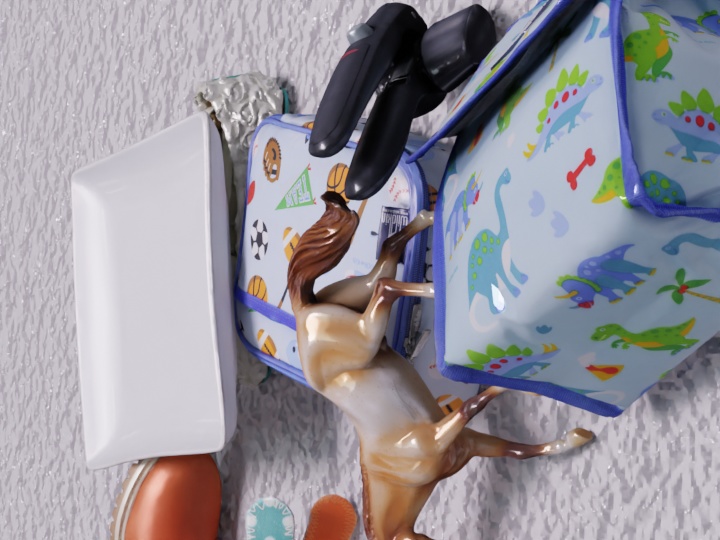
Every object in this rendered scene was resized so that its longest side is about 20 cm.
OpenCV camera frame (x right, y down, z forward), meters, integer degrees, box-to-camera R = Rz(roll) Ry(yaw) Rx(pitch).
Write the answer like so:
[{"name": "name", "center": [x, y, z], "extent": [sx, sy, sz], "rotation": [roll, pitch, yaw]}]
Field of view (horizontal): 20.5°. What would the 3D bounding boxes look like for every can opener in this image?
[{"name": "can opener", "center": [0.011, -0.093, 1.014], "extent": [0.079, 0.063, 0.200], "rotation": [-42, 6, 30]}]

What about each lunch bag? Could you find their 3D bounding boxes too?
[{"name": "lunch bag", "center": [0.110, -0.062, 0.911], "extent": [0.170, 0.127, 0.200], "rotation": [-45, 36, 49]}, {"name": "lunch bag", "center": [0.000, 0.000, 1.111], "extent": [0.200, 0.075, 0.161], "rotation": [26, 110, 57]}]

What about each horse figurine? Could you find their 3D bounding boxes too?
[{"name": "horse figurine", "center": [0.021, 0.052, 0.999], "extent": [0.132, 0.050, 0.200], "rotation": [-29, 98, 30]}]

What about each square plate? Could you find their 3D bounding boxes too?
[{"name": "square plate", "center": [-0.126, 0.018, 1.232], "extent": [0.200, 0.028, 0.198], "rotation": [-16, 77, 58]}]

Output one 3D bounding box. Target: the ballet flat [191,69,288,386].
[{"name": "ballet flat", "center": [-0.087, -0.028, 1.258], "extent": [0.072, 0.072, 0.200], "rotation": [-1, 86, 57]}]

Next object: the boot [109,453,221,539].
[{"name": "boot", "center": [-0.106, 0.204, 1.261], "extent": [0.107, 0.075, 0.200], "rotation": [15, 102, 47]}]

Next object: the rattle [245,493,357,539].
[{"name": "rattle", "center": [-0.058, 0.241, 1.133], "extent": [0.200, 0.130, 0.143], "rotation": [-43, 27, 14]}]
